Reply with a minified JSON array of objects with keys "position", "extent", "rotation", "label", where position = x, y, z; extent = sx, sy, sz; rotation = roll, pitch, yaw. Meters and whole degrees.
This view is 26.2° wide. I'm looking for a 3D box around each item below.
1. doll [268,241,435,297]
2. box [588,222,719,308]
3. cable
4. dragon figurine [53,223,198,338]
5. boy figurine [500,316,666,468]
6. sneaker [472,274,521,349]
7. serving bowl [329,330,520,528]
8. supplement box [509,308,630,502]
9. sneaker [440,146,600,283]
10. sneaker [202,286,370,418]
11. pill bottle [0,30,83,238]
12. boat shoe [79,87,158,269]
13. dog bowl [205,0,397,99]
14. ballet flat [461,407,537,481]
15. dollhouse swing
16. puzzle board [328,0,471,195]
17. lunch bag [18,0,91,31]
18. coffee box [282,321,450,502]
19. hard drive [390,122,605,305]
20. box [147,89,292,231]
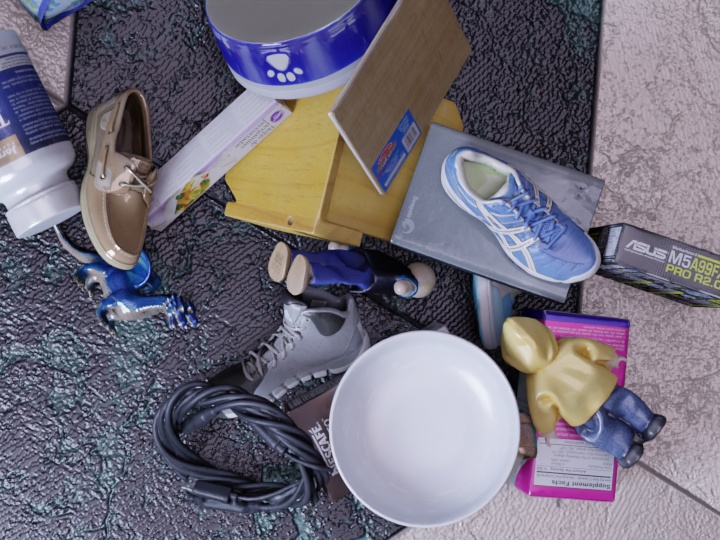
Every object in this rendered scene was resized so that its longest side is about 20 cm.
[{"position":[0.000,0.000,1.671],"extent":[0.199,0.136,0.049],"rotation":[5,108,-36],"label":"doll"},{"position":[0.324,-0.003,1.667],"extent":[0.159,0.200,0.045],"rotation":[18,88,-5],"label":"box"},{"position":[-0.121,0.188,1.639],"extent":[0.198,0.051,0.164],"rotation":[4,122,22],"label":"cable"},{"position":[-0.252,0.003,1.666],"extent":[0.099,0.059,0.201],"rotation":[-33,64,-5],"label":"dragon figurine"},{"position":[0.220,0.125,1.622],"extent":[0.200,0.064,0.125],"rotation":[37,86,-4],"label":"boy figurine"},{"position":[0.188,-0.013,1.707],"extent":[0.129,0.080,0.202],"rotation":[0,90,2],"label":"sneaker"},{"position":[0.068,0.165,1.615],"extent":[0.198,0.066,0.202],"rotation":[-1,85,6],"label":"serving bowl"},{"position":[0.229,0.147,1.705],"extent":[0.102,0.101,0.202],"rotation":[6,89,-7],"label":"supplement box"},{"position":[0.163,-0.056,1.604],"extent":[0.199,0.077,0.076],"rotation":[36,85,9],"label":"sneaker"},{"position":[-0.090,0.074,1.661],"extent":[0.199,0.075,0.116],"rotation":[-24,132,-14],"label":"sneaker"},{"position":[-0.370,-0.141,1.631],"extent":[0.110,0.111,0.201],"rotation":[-27,90,-6],"label":"pill bottle"},{"position":[-0.251,-0.100,1.629],"extent":[0.071,0.064,0.202],"rotation":[17,56,-44],"label":"boat shoe"},{"position":[-0.060,-0.279,1.628],"extent":[0.199,0.200,0.079],"rotation":[-32,137,-5],"label":"dog bowl"},{"position":[0.109,0.222,1.667],"extent":[0.200,0.068,0.068],"rotation":[-37,59,29],"label":"ballet flat"},{"position":[-0.016,-0.130,1.713],"extent":[0.181,0.175,0.202],"rotation":[12,88,35],"label":"dollhouse swing"},{"position":[0.042,-0.200,1.620],"extent":[0.017,0.151,0.201],"rotation":[20,70,32],"label":"puzzle board"},{"position":[-0.334,-0.360,1.595],"extent":[0.127,0.200,0.171],"rotation":[-35,93,-5],"label":"lunch bag"},{"position":[0.027,0.154,1.693],"extent":[0.199,0.080,0.114],"rotation":[-29,94,-6],"label":"coffee box"},{"position":[0.146,-0.062,1.663],"extent":[0.199,0.033,0.141],"rotation":[19,83,7],"label":"hard drive"},{"position":[-0.162,-0.123,1.663],"extent":[0.200,0.039,0.042],"rotation":[-42,61,10],"label":"box"}]
